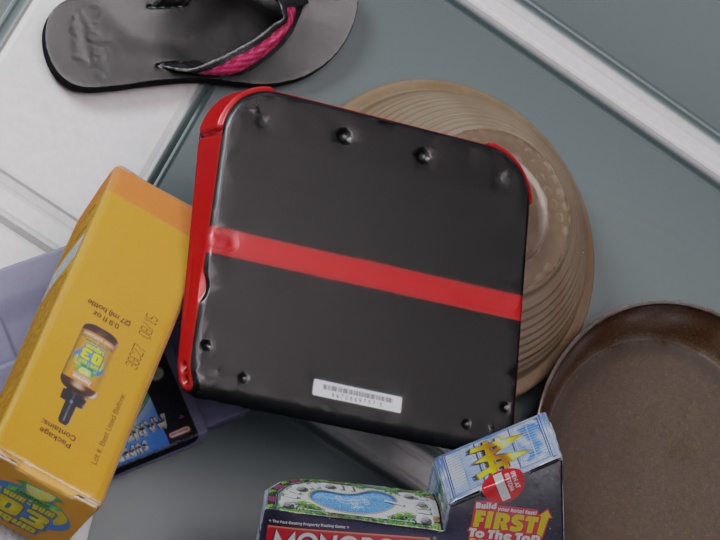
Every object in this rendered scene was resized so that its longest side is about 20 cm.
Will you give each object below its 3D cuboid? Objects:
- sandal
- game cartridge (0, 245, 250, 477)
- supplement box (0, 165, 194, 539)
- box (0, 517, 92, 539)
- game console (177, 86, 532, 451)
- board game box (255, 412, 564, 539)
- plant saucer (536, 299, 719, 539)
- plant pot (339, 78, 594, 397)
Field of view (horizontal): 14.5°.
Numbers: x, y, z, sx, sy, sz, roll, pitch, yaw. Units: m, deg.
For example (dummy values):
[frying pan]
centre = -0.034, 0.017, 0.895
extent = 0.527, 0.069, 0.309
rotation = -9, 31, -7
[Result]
[sandal]
centre = -0.085, -0.142, 1.635
extent = 0.199, 0.045, 0.076
rotation = -12, 80, -26
[game cartridge]
centre = -0.168, 0.057, 1.549
extent = 0.199, 0.038, 0.130
rotation = -21, 80, -27
[supplement box]
centre = -0.143, 0.045, 1.483
extent = 0.066, 0.069, 0.201
rotation = 30, 49, -12
[box]
centre = -0.247, 0.158, 1.464
extent = 0.199, 0.036, 0.145
rotation = 16, 85, -20
[game console]
centre = 0.000, 0.000, 1.535
extent = 0.199, 0.031, 0.178
rotation = 12, 74, -23
[board game box]
centre = 0.035, 0.171, 1.527
extent = 0.199, 0.062, 0.201
rotation = 8, 110, -10
[plant saucer]
centre = 0.184, 0.118, 1.679
extent = 0.199, 0.032, 0.202
rotation = 6, 75, -24
[plant pot]
centre = 0.057, -0.023, 1.637
extent = 0.200, 0.093, 0.202
rotation = 7, 72, -21
